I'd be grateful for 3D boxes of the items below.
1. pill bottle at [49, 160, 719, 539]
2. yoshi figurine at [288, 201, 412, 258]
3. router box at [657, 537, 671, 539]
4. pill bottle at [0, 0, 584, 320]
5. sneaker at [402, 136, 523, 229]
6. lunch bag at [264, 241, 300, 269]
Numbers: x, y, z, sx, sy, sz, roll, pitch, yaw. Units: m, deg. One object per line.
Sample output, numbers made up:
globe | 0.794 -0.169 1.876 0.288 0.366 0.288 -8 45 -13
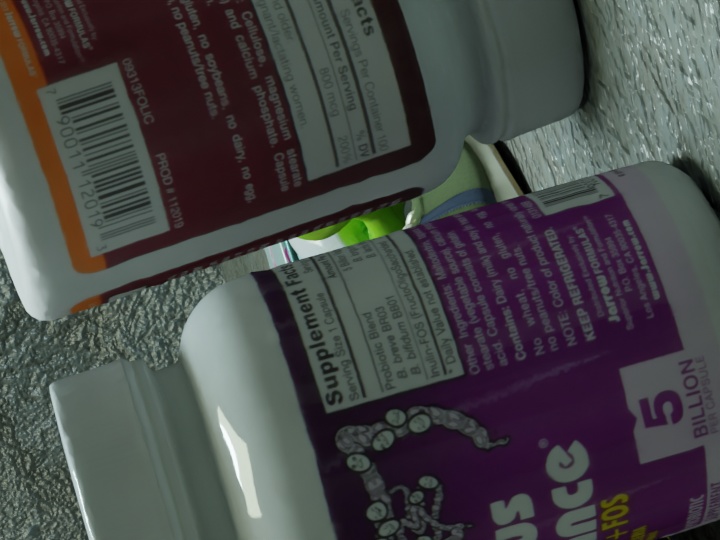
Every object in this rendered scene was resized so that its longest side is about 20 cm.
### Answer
pill bottle | 0.014 0.045 0.809 0.112 0.199 0.113 163 90 -84
yoshi figurine | -0.013 0.002 1.193 0.112 0.112 0.200 13 -136 -53
router box | 0.070 0.121 0.956 0.149 0.051 0.200 46 167 13
pill bottle | -0.034 -0.067 0.919 0.114 0.199 0.115 161 90 -80
sneaker | 0.029 0.008 1.088 0.200 0.090 0.067 -115 10 -56
lunch bag | -0.019 -0.044 1.458 0.160 0.077 0.201 96 157 -78
